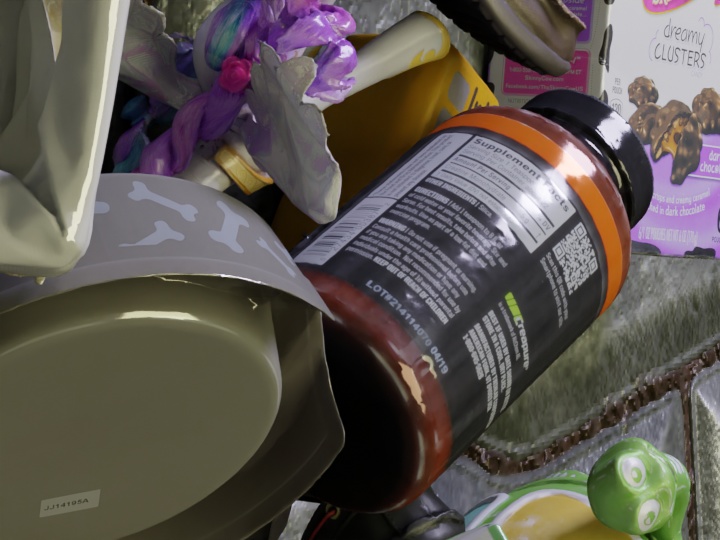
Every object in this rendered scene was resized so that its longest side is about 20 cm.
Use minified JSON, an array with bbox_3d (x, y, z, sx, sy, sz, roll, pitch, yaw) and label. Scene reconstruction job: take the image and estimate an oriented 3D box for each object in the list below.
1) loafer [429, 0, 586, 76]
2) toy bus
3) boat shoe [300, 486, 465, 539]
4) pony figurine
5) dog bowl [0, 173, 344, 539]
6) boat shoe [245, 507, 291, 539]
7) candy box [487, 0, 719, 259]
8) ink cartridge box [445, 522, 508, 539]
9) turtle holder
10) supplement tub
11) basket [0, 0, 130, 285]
[{"bbox_3d":[0.042,-0.164,1.059,0.071,0.073,0.200,-43,120,-6],"label":"loafer"},{"bbox_3d":[0.000,0.000,1.118,0.078,0.065,0.201,47,55,-48],"label":"toy bus"},{"bbox_3d":[-0.002,0.147,1.086,0.073,0.063,0.202,-23,156,-27],"label":"boat shoe"},{"bbox_3d":[-0.045,-0.078,0.984,0.200,0.166,0.193,-49,160,-23],"label":"pony figurine"},{"bbox_3d":[-0.101,0.044,0.889,0.200,0.199,0.059,37,26,-52],"label":"dog bowl"},{"bbox_3d":[-0.070,0.146,1.048,0.057,0.067,0.201,4,95,-34],"label":"boat shoe"},{"bbox_3d":[0.138,-0.109,1.322,0.167,0.071,0.201,2,92,-56],"label":"candy box"},{"bbox_3d":[0.050,0.206,1.004,0.084,0.147,0.200,-26,159,-9],"label":"ink cartridge box"},{"bbox_3d":[0.096,0.169,1.196,0.131,0.185,0.142,-9,77,-54],"label":"turtle holder"},{"bbox_3d":[0.039,0.003,1.021,0.200,0.107,0.107,-40,126,-40],"label":"supplement tub"},{"bbox_3d":[-0.169,-0.074,0.734,0.123,0.199,0.136,150,-52,-81],"label":"basket"}]
